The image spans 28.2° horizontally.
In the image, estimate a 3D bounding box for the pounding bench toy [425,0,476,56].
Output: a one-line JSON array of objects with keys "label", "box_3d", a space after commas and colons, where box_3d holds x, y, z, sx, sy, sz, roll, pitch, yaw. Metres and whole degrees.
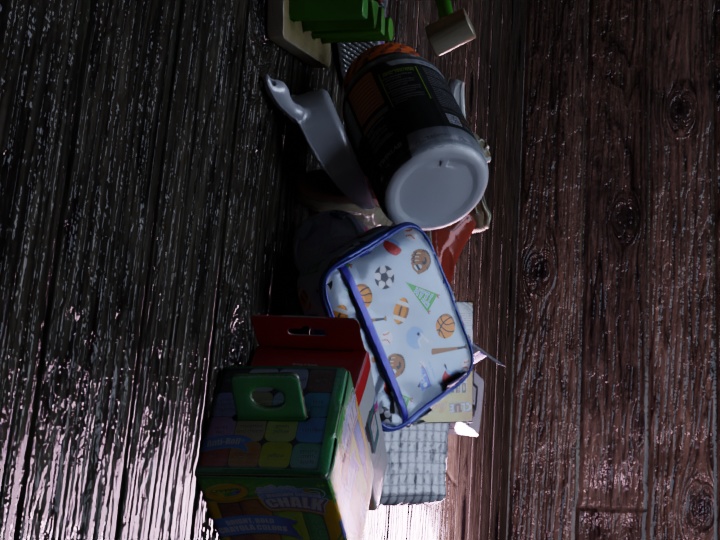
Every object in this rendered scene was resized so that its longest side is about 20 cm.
[{"label": "pounding bench toy", "box_3d": [0.070, -0.330, 1.498, 0.156, 0.123, 0.202, -55, 128, -75]}]

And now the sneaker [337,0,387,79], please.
[{"label": "sneaker", "box_3d": [-0.001, -0.327, 1.715, 0.201, 0.072, 0.115, 93, 3, -50]}]

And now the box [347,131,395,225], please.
[{"label": "box", "box_3d": [0.045, -0.093, 1.827, 0.183, 0.103, 0.202, 67, 26, -57]}]

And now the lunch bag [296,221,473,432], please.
[{"label": "lunch bag", "box_3d": [0.026, 0.063, 1.469, 0.160, 0.075, 0.201, -31, 106, -31]}]

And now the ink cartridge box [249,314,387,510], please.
[{"label": "ink cartridge box", "box_3d": [-0.045, 0.140, 1.395, 0.067, 0.115, 0.201, -71, 157, -48]}]

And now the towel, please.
[{"label": "towel", "box_3d": [0.020, 0.162, 1.601, 0.164, 0.085, 0.202, 3, 86, -36]}]

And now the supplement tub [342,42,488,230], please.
[{"label": "supplement tub", "box_3d": [0.052, -0.149, 1.536, 0.123, 0.122, 0.201, 77, -5, -46]}]

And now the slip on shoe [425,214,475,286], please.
[{"label": "slip on shoe", "box_3d": [0.109, -0.052, 1.749, 0.074, 0.061, 0.202, 61, 33, -67]}]

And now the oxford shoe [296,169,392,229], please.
[{"label": "oxford shoe", "box_3d": [-0.014, -0.065, 1.612, 0.199, 0.070, 0.075, 6, 116, -57]}]

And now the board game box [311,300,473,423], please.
[{"label": "board game box", "box_3d": [0.037, 0.098, 1.542, 0.199, 0.034, 0.137, 4, 86, -37]}]

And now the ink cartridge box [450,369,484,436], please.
[{"label": "ink cartridge box", "box_3d": [0.077, 0.163, 1.880, 0.200, 0.144, 0.084, 43, 53, -73]}]

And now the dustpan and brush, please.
[{"label": "dustpan and brush", "box_3d": [-0.050, -0.153, 1.497, 0.200, 0.057, 0.140, 64, 3, -58]}]

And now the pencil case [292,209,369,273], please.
[{"label": "pencil case", "box_3d": [0.000, 0.000, 1.590, 0.200, 0.090, 0.084, 34, 75, -59]}]

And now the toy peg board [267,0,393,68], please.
[{"label": "toy peg board", "box_3d": [-0.026, -0.331, 1.522, 0.200, 0.097, 0.201, 5, 86, -78]}]

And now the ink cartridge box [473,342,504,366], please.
[{"label": "ink cartridge box", "box_3d": [0.101, 0.078, 1.918, 0.039, 0.200, 0.099, -53, 165, 2]}]

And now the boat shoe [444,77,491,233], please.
[{"label": "boat shoe", "box_3d": [0.134, -0.147, 1.834, 0.075, 0.068, 0.202, -22, 111, -76]}]

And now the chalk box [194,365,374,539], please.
[{"label": "chalk box", "box_3d": [-0.068, 0.167, 1.280, 0.201, 0.123, 0.124, 76, 19, -45]}]
